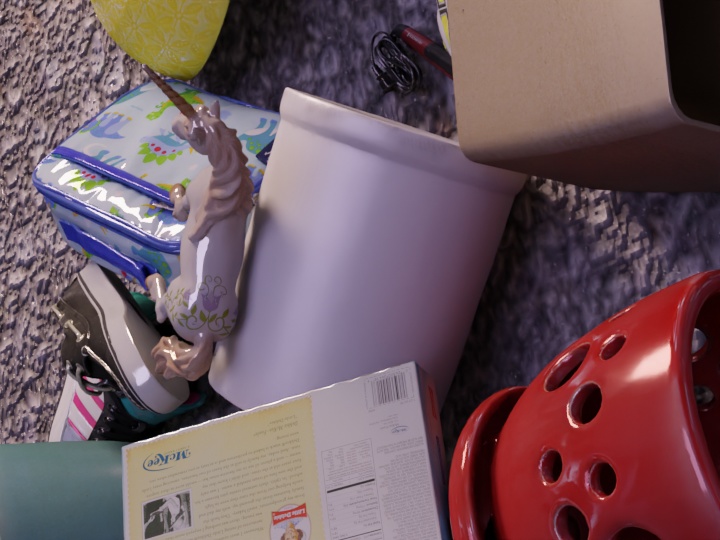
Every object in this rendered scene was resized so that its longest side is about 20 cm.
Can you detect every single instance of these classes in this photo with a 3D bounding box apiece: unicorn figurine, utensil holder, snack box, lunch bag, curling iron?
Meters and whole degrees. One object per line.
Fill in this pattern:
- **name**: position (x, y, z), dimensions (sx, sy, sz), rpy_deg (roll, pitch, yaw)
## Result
- **unicorn figurine**: position (-0.099, -0.027, 0.891), dimensions (0.137, 0.073, 0.202), rpy_deg (-167, 71, -74)
- **utensil holder**: position (0.000, 0.000, 0.933), dimensions (0.169, 0.169, 0.201), rpy_deg (25, 99, 38)
- **snack box**: position (-0.046, 0.137, 0.825), dimensions (0.199, 0.037, 0.117), rpy_deg (-17, 58, 16)
- **lunch bag**: position (-0.138, -0.062, 1.058), dimensions (0.199, 0.083, 0.161), rpy_deg (25, 56, 38)
- **curling iron**: position (0.082, -0.119, 0.980), dimensions (0.199, 0.025, 0.050), rpy_deg (32, 123, 33)

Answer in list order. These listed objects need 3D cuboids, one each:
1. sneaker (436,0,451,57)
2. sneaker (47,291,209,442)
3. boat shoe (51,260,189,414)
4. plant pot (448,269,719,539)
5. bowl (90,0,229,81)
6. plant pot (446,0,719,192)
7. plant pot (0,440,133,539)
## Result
- **sneaker**: position (0.074, -0.204, 0.955), dimensions (0.075, 0.076, 0.201), rpy_deg (-27, 66, 2)
- **sneaker**: position (-0.177, 0.116, 1.109), dimensions (0.120, 0.083, 0.202), rpy_deg (1, 81, 48)
- **boat shoe**: position (-0.179, 0.060, 1.017), dimensions (0.064, 0.071, 0.200), rpy_deg (-42, 30, -2)
- **plant pot**: position (0.159, 0.122, 0.767), dimensions (0.182, 0.200, 0.202), rpy_deg (-27, 66, 38)
- **bowl**: position (-0.170, -0.256, 1.097), dimensions (0.200, 0.107, 0.202), rpy_deg (-172, 90, -68)
- **plant pot**: position (0.160, -0.142, 0.827), dimensions (0.176, 0.199, 0.202), rpy_deg (-18, 71, 46)
- **plant pot**: position (-0.182, 0.214, 1.015), dimensions (0.200, 0.160, 0.202), rpy_deg (173, 90, -71)
